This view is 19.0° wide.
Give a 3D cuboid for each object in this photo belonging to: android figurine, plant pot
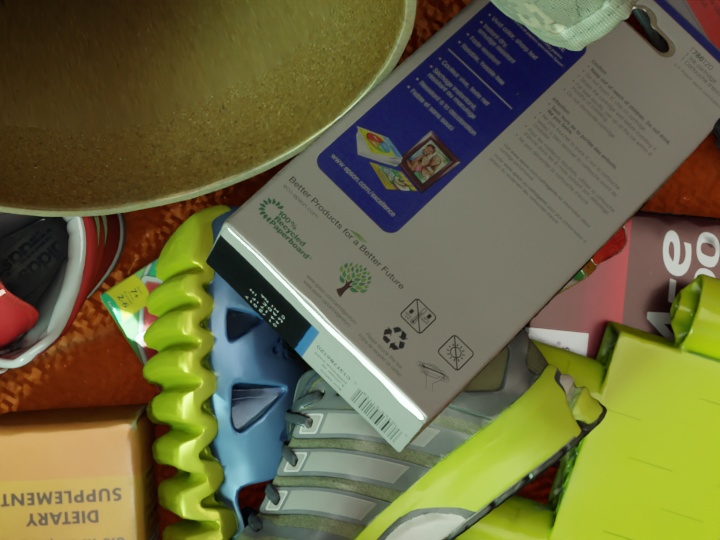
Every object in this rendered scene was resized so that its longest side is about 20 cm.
[{"bbox_3d":[0.138,0.098,0.840,0.199,0.041,0.183,20,96,-3],"label":"android figurine"},{"bbox_3d":[-0.098,-0.152,0.772,0.186,0.187,0.201,-18,65,-3],"label":"plant pot"}]

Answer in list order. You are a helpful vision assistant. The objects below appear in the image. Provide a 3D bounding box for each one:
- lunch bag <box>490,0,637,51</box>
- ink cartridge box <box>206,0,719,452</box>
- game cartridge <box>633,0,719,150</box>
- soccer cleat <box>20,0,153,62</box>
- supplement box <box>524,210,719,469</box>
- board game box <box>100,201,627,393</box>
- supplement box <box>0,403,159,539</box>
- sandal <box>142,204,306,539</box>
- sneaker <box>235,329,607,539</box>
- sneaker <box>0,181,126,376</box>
[{"bbox_3d":[0.026,-0.176,0.671,0.164,0.200,0.117,38,133,-23],"label":"lunch bag"},{"bbox_3d":[0.047,-0.036,0.779,0.099,0.039,0.200,44,63,6],"label":"ink cartridge box"},{"bbox_3d":[0.160,-0.144,0.848,0.133,0.041,0.200,-44,124,-8],"label":"game cartridge"},{"bbox_3d":[-0.168,-0.115,0.860,0.200,0.065,0.084,26,84,-5],"label":"soccer cleat"},{"bbox_3d":[0.161,0.034,0.886,0.199,0.061,0.109,5,91,-2],"label":"supplement box"},{"bbox_3d":[0.000,0.000,0.857,0.200,0.030,0.096,-31,93,18],"label":"board game box"},{"bbox_3d":[-0.112,0.157,0.869,0.066,0.069,0.201,-4,94,-1],"label":"supplement box"},{"bbox_3d":[-0.036,0.073,0.841,0.087,0.079,0.201,-8,99,-14],"label":"sandal"},{"bbox_3d":[-0.011,0.081,0.784,0.200,0.074,0.081,-35,82,-13],"label":"sneaker"},{"bbox_3d":[-0.173,0.037,0.839,0.071,0.112,0.200,43,88,-3],"label":"sneaker"}]
